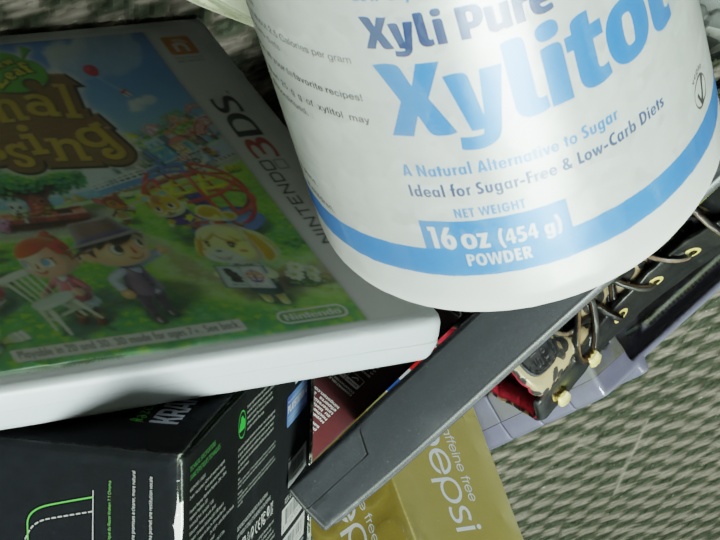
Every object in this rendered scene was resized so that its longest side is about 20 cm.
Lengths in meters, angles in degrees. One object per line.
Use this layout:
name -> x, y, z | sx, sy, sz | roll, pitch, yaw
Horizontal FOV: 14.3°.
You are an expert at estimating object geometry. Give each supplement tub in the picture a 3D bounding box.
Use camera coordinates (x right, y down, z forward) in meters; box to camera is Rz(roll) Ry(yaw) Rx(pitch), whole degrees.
supplement tub -> 0.027, -0.099, 0.832 | 0.132, 0.132, 0.200 | -21, 130, -2

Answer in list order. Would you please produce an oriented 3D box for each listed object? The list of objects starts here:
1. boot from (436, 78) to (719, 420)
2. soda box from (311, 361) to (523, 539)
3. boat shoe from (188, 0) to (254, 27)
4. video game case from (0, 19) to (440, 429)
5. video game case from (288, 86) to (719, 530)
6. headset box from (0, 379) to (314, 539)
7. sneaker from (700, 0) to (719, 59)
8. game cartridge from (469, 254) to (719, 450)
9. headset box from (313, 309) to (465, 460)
boot -> 0.114, -0.008, 1.199 | 0.151, 0.073, 0.200 | -45, -163, -11
soda box -> 0.012, 0.083, 1.293 | 0.064, 0.200, 0.068 | -4, 154, -40
boat shoe -> -0.070, -0.134, 0.884 | 0.200, 0.072, 0.068 | 27, 91, -55
video game case -> -0.100, -0.020, 0.958 | 0.200, 0.182, 0.022 | -8, 132, -32
video game case -> 0.072, 0.004, 1.058 | 0.200, 0.026, 0.181 | -43, 178, 17
headset box -> -0.132, 0.070, 0.982 | 0.199, 0.093, 0.174 | 5, -165, 13
sneaker -> 0.132, -0.137, 1.041 | 0.200, 0.075, 0.115 | -2, 150, -40
game cartridge -> 0.115, 0.029, 1.369 | 0.130, 0.038, 0.200 | -35, -178, 43
headset box -> 0.000, 0.000, 1.157 | 0.149, 0.077, 0.200 | -49, -179, -42
